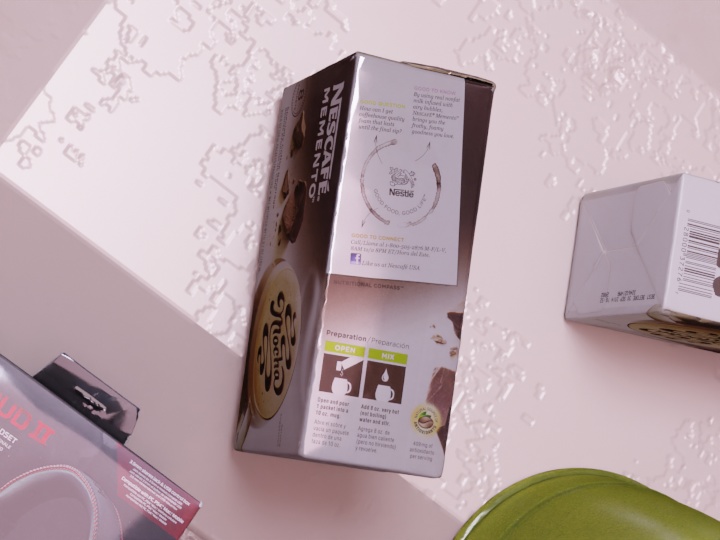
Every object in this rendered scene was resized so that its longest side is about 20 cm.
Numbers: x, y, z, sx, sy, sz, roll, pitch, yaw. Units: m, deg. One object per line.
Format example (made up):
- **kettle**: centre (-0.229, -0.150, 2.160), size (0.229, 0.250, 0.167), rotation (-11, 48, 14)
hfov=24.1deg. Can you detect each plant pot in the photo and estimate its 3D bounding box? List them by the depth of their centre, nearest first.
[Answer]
- **plant pot**: centre (0.159, 0.210, 0.888), size (0.199, 0.193, 0.202), rotation (1, 86, -21)

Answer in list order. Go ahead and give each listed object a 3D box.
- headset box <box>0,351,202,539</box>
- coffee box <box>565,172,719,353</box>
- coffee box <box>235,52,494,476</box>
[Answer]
- **headset box**: centre (-0.185, 0.135, 0.820), size (0.148, 0.075, 0.200), rotation (39, 74, -14)
- **coffee box**: centre (0.235, 0.008, 0.975), size (0.199, 0.113, 0.080), rotation (13, 82, -21)
- **coffee box**: centre (0.000, 0.000, 0.875), size (0.079, 0.113, 0.201), rotation (10, 83, -20)
